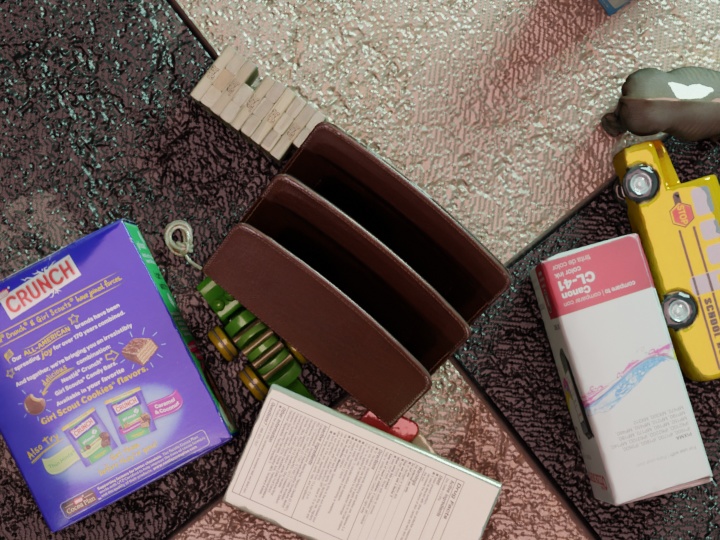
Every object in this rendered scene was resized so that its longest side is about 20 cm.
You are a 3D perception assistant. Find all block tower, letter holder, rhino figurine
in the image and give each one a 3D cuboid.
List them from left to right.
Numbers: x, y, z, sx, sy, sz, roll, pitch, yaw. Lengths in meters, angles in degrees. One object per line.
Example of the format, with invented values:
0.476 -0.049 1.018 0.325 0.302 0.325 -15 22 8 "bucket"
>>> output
-0.043 -0.104 1.728 0.200 0.054 0.058 38 88 1 "block tower"
0.000 0.000 1.659 0.200 0.142 0.101 40 49 -2 "letter holder"
0.300 -0.135 1.715 0.199 0.087 0.060 0 88 0 "rhino figurine"

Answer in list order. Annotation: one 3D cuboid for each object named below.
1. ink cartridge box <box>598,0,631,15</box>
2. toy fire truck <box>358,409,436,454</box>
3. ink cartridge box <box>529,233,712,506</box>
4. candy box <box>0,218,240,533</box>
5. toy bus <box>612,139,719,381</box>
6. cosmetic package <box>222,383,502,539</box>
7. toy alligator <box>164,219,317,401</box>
0.236 -0.276 1.665 0.115 0.200 0.068 -36 88 -2 "ink cartridge box"
0.048 0.219 1.715 0.200 0.049 0.141 39 88 2 "toy fire truck"
0.204 0.079 1.674 0.085 0.148 0.201 -15 86 -1 "ink cartridge box"
-0.217 0.084 1.707 0.168 0.077 0.201 -27 89 -1 "candy box"
0.268 -0.010 1.720 0.078 0.065 0.201 -16 87 -2 "toy bus"
0.002 0.175 1.657 0.199 0.071 0.106 25 87 3 "cosmetic package"
-0.099 0.039 1.720 0.059 0.054 0.200 -38 88 -2 "toy alligator"
